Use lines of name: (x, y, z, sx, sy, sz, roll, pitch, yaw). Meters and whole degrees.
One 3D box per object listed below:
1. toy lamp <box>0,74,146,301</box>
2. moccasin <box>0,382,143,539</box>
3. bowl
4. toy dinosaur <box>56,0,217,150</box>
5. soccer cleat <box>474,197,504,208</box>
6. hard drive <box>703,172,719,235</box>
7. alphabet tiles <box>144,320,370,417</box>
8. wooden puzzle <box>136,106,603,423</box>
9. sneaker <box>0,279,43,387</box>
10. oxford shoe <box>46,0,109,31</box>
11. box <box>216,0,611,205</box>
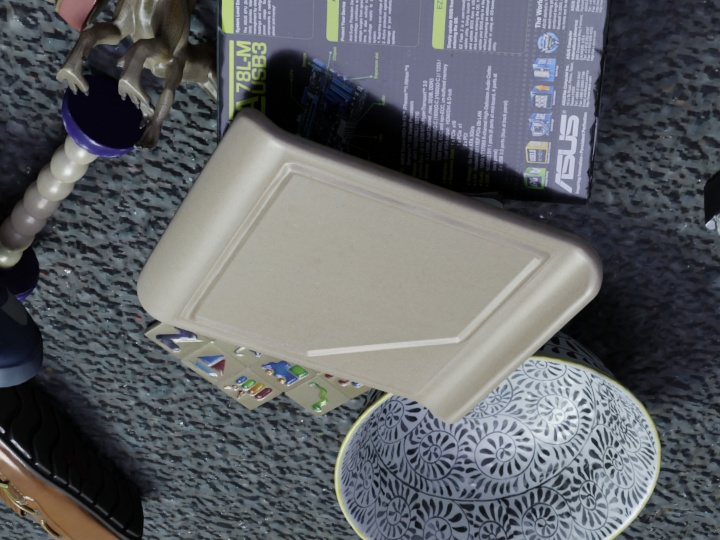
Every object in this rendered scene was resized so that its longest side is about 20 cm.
toy lamp: (-0.193, -0.034, 1.005, 0.058, 0.059, 0.200, 27, 136, -20)
moccasin: (-0.232, 0.140, 1.196, 0.077, 0.074, 0.202, -20, 141, 17)
bowl: (0.082, 0.094, 1.060, 0.198, 0.095, 0.202, -1, 131, -1)
toy dinosaur: (-0.105, -0.129, 0.851, 0.058, 0.102, 0.201, 23, 156, 14)
soccer cleat: (0.024, -0.071, 0.907, 0.068, 0.086, 0.201, -13, 134, 23)
hard drive: (0.310, -0.029, 0.943, 0.199, 0.038, 0.140, 27, 135, -20)
alphabet tiles: (-0.039, 0.026, 1.083, 0.199, 0.006, 0.166, -31, 125, 35)
wooden puzzle: (0.000, 0.000, 0.880, 0.198, 0.038, 0.185, 22, 144, -14)
sneaker: (-0.258, -0.016, 0.977, 0.199, 0.070, 0.082, 38, 131, 12)
oxford shoe: (-0.124, -0.203, 0.802, 0.074, 0.071, 0.200, 33, 128, -4)
box: (0.026, -0.135, 0.819, 0.191, 0.048, 0.202, 5, 116, 6)
